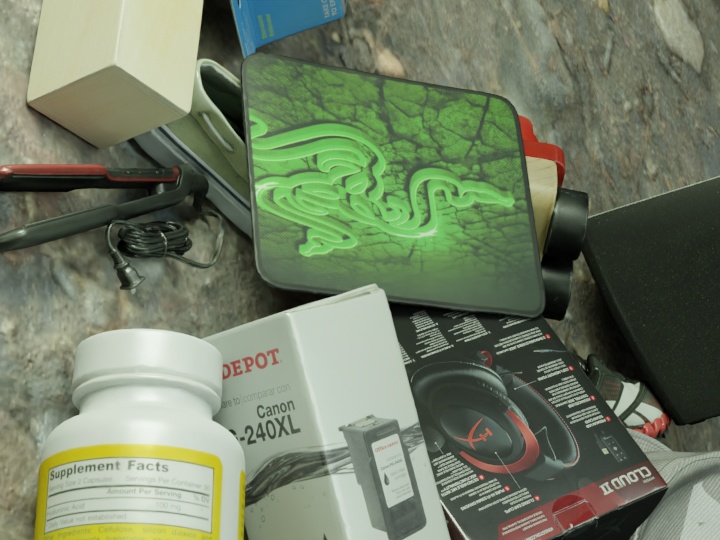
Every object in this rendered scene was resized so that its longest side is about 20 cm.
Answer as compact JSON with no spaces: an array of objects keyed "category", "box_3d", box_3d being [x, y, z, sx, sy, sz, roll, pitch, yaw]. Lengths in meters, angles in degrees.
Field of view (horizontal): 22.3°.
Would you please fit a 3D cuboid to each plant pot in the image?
[{"category":"plant pot","box_3d":[0.306,0.021,1.470,0.200,0.198,0.179,0,74,-69]}]

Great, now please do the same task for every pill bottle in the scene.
[{"category":"pill bottle","box_3d":[-0.115,0.138,0.954,0.111,0.111,0.202,27,56,-46]}]

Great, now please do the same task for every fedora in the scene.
[{"category":"fedora","box_3d":[0.204,0.177,1.192,0.200,0.090,0.177,-35,86,-41]}]

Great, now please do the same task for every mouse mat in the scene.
[{"category":"mouse mat","box_3d":[0.022,-0.052,1.123,0.198,0.008,0.162,6,62,-24]}]

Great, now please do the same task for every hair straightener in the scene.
[{"category":"hair straightener","box_3d":[-0.142,-0.022,1.056,0.199,0.041,0.078,-4,80,-59]}]

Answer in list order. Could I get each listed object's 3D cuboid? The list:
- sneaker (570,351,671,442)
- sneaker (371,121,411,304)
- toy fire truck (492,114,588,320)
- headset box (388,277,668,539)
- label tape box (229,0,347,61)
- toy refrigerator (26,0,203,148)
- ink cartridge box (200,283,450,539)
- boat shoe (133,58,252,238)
[{"category":"sneaker","box_3d":[0.181,0.103,1.411,0.200,0.070,0.099,-17,92,-54]},{"category":"sneaker","box_3d":[0.000,0.000,1.182,0.077,0.073,0.202,1,95,-50]},{"category":"toy fire truck","box_3d":[0.082,-0.036,1.292,0.201,0.127,0.177,-83,-179,-55]},{"category":"headset box","box_3d":[0.075,0.110,1.095,0.148,0.075,0.201,-18,60,-33]},{"category":"label tape box","box_3d":[-0.045,-0.239,1.180,0.144,0.065,0.201,78,12,-45]},{"category":"toy refrigerator","box_3d":[-0.137,-0.180,1.089,0.070,0.075,0.202,33,51,-43]},{"category":"ink cartridge box","box_3d":[-0.034,0.124,1.038,0.083,0.145,0.202,-12,85,-44]},{"category":"boat shoe","box_3d":[-0.063,-0.069,1.154,0.199,0.062,0.073,30,53,-46]}]
